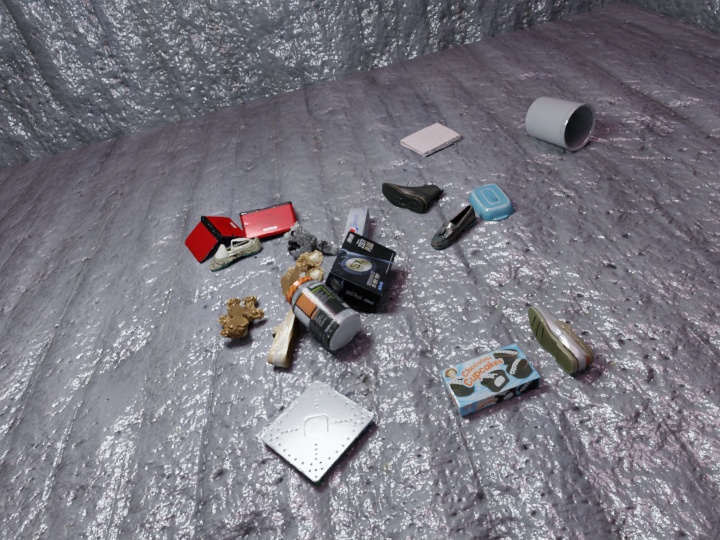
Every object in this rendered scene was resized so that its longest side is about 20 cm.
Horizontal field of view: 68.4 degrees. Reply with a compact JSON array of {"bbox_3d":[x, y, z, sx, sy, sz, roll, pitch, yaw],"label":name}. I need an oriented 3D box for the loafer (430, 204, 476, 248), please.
[{"bbox_3d":[0.297,-0.146,1.716,0.199,0.063,0.072,-36,42,-25],"label":"loafer"}]

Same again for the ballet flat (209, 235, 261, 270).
[{"bbox_3d":[-0.448,-0.072,1.867,0.198,0.076,0.068,-24,39,-11],"label":"ballet flat"}]

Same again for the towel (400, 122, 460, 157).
[{"bbox_3d":[0.298,-0.558,2.262,0.199,0.032,0.191,-27,40,-14],"label":"towel"}]

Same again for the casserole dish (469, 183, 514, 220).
[{"bbox_3d":[0.444,-0.239,1.805,0.120,0.039,0.201,-16,38,0],"label":"casserole dish"}]

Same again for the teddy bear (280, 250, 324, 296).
[{"bbox_3d":[-0.166,0.017,1.604,0.066,0.200,0.146,3,52,-40],"label":"teddy bear"}]

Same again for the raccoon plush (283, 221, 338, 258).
[{"bbox_3d":[-0.171,-0.097,1.830,0.198,0.098,0.134,19,26,-4],"label":"raccoon plush"}]

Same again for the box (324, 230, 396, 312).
[{"bbox_3d":[0.000,0.000,1.560,0.162,0.086,0.201,25,44,-1],"label":"box"}]

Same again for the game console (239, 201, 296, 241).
[{"bbox_3d":[-0.344,-0.184,1.999,0.198,0.119,0.174,-15,68,-7],"label":"game console"}]

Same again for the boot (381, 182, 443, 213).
[{"bbox_3d":[0.189,-0.287,1.934,0.199,0.078,0.138,33,53,29],"label":"boot"}]

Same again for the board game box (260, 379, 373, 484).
[{"bbox_3d":[-0.100,0.369,1.234,0.199,0.026,0.200,22,51,38],"label":"board game box"}]

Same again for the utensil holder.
[{"bbox_3d":[0.749,-0.560,2.000,0.169,0.171,0.200,-29,38,-18],"label":"utensil holder"}]

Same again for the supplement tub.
[{"bbox_3d":[-0.104,0.111,1.444,0.122,0.123,0.200,-35,59,-25],"label":"supplement tub"}]

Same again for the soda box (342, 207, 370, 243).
[{"bbox_3d":[-0.012,-0.134,1.807,0.067,0.064,0.201,-4,39,11],"label":"soda box"}]

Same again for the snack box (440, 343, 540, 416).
[{"bbox_3d":[0.300,0.252,1.236,0.198,0.037,0.117,-19,37,-5],"label":"snack box"}]

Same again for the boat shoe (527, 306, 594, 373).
[{"bbox_3d":[0.476,0.160,1.272,0.068,0.075,0.201,-15,44,-10],"label":"boat shoe"}]

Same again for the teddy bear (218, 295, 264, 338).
[{"bbox_3d":[-0.361,0.140,1.593,0.144,0.067,0.200,-15,30,-16],"label":"teddy bear"}]

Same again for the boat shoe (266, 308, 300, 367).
[{"bbox_3d":[-0.214,0.179,1.473,0.068,0.074,0.201,0,40,9],"label":"boat shoe"}]

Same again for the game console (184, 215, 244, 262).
[{"bbox_3d":[-0.550,-0.119,2.010,0.171,0.120,0.200,-1,26,-37],"label":"game console"}]
